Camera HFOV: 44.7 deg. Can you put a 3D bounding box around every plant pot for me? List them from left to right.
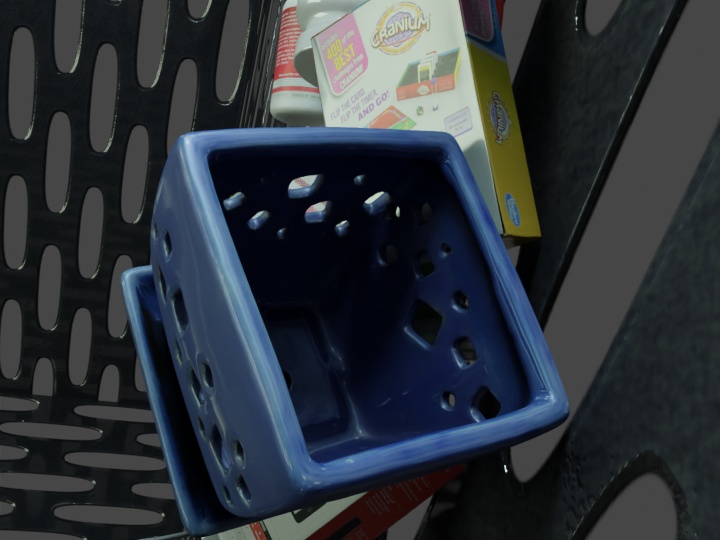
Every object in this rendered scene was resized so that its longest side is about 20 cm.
[{"bbox_3d":[-0.027,0.044,0.534,0.180,0.198,0.202,-40,64,47],"label":"plant pot"}]

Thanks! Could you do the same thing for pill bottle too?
[{"bbox_3d":[-0.056,-0.299,1.178,0.112,0.111,0.203,180,97,-76],"label":"pill bottle"},{"bbox_3d":[-0.002,-0.290,0.902,0.116,0.114,0.202,139,145,-69],"label":"pill bottle"}]

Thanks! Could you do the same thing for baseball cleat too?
[{"bbox_3d":[0.049,0.021,0.681,0.200,0.069,0.108,171,106,-75],"label":"baseball cleat"}]

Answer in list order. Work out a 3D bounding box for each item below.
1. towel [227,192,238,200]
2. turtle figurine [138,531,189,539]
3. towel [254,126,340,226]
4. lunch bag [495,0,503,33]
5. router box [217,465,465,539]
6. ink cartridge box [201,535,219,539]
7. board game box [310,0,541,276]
[{"bbox_3d":[-0.104,-0.087,1.025,0.035,0.199,0.192,61,-166,6],"label":"towel"},{"bbox_3d":[-0.087,0.264,0.792,0.143,0.194,0.201,-22,28,52],"label":"turtle figurine"},{"bbox_3d":[-0.058,-0.013,0.735,0.146,0.030,0.201,36,87,33],"label":"towel"},{"bbox_3d":[0.048,-0.151,0.747,0.200,0.081,0.179,174,103,-75],"label":"lunch bag"},{"bbox_3d":[-0.043,0.135,0.696,0.049,0.179,0.200,59,174,-38],"label":"router box"},{"bbox_3d":[-0.097,0.309,0.964,0.057,0.163,0.200,-45,2,-1],"label":"ink cartridge box"},{"bbox_3d":[0.039,-0.101,0.623,0.152,0.040,0.203,-18,77,46],"label":"board game box"}]
